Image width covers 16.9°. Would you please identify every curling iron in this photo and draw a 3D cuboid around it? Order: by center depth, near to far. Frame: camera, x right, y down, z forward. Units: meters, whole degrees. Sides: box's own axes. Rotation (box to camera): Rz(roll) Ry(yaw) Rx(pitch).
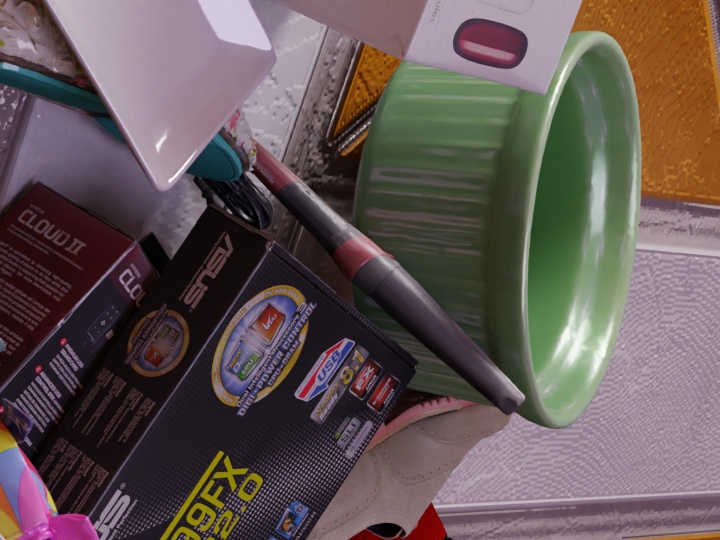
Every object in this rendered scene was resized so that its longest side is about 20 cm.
[{"bbox_3d":[0.000,0.000,1.158,0.026,0.200,0.050,-49,174,-33],"label":"curling iron"}]

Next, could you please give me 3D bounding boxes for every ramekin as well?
[{"bbox_3d":[0.070,-0.025,1.236,0.200,0.097,0.202,7,90,-69],"label":"ramekin"}]

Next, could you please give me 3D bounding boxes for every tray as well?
[{"bbox_3d":[-0.109,-0.140,0.995,0.201,0.022,0.108,61,42,-24],"label":"tray"}]

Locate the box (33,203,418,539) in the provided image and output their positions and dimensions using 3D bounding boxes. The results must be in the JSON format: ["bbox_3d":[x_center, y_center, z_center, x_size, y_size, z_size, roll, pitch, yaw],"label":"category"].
[{"bbox_3d":[-0.073,0.089,1.108,0.201,0.044,0.160,-56,146,-5],"label":"box"}]

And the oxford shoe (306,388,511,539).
[{"bbox_3d":[0.016,0.100,1.277,0.199,0.070,0.074,-14,100,-48],"label":"oxford shoe"}]

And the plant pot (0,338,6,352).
[{"bbox_3d":[-0.268,0.023,0.885,0.200,0.141,0.142,-43,140,-11],"label":"plant pot"}]

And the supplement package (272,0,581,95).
[{"bbox_3d":[0.033,-0.202,1.076,0.111,0.155,0.201,7,107,-52],"label":"supplement package"}]

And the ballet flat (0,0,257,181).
[{"bbox_3d":[-0.103,-0.093,1.061,0.200,0.075,0.064,25,74,-57],"label":"ballet flat"}]

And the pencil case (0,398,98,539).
[{"bbox_3d":[-0.208,0.126,0.957,0.199,0.088,0.089,-25,133,-15],"label":"pencil case"}]

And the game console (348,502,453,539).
[{"bbox_3d":[-0.047,0.186,1.311,0.200,0.118,0.173,-44,112,-49],"label":"game console"}]

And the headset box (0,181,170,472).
[{"bbox_3d":[-0.148,0.071,1.106,0.200,0.075,0.149,-49,142,-16],"label":"headset box"}]
